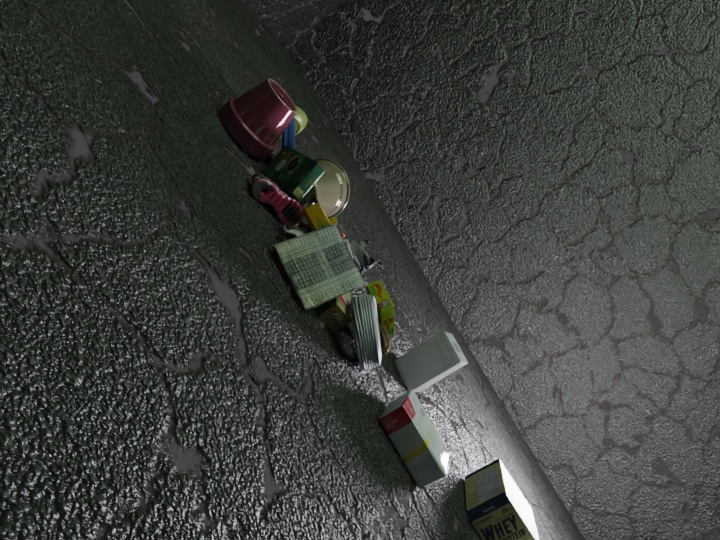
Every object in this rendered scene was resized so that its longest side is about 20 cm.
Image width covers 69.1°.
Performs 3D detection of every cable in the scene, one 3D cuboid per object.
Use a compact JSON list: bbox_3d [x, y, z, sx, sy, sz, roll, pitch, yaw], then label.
[{"bbox_3d":[0.017,0.165,1.406,0.200,0.068,0.203,76,7,-74],"label":"cable"}]

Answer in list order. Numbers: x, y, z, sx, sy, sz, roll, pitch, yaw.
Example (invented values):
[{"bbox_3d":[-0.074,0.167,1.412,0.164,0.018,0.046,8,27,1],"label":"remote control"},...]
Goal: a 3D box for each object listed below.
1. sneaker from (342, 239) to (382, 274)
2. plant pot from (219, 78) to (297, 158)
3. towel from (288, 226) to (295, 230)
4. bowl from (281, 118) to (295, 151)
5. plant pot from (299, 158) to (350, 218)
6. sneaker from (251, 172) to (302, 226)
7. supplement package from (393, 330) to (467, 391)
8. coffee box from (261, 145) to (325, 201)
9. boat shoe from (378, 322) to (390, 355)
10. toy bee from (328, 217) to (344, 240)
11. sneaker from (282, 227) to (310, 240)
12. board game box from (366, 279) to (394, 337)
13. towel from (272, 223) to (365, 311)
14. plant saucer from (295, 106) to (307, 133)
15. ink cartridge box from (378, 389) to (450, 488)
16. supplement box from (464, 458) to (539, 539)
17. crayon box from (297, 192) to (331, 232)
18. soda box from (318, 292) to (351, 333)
[{"bbox_3d":[0.000,0.000,1.596,0.078,0.137,0.204,56,32,-78],"label":"sneaker"},{"bbox_3d":[-0.300,-0.477,1.607,0.200,0.178,0.201,47,18,-21],"label":"plant pot"},{"bbox_3d":[-0.164,-0.041,1.489,0.086,0.018,0.202,38,24,-41],"label":"towel"},{"bbox_3d":[-0.243,-0.407,1.748,0.201,0.039,0.204,-179,-90,-80],"label":"bowl"},{"bbox_3d":[-0.159,-0.260,1.679,0.202,0.199,0.183,58,24,5],"label":"plant pot"},{"bbox_3d":[-0.240,-0.208,1.496,0.200,0.079,0.096,46,6,-44],"label":"sneaker"},{"bbox_3d":[0.231,0.301,1.718,0.118,0.199,0.117,62,14,21],"label":"supplement package"},{"bbox_3d":[-0.202,-0.290,1.547,0.199,0.123,0.044,34,-8,45],"label":"coffee box"},{"bbox_3d":[0.025,0.172,1.573,0.067,0.072,0.201,35,19,-46],"label":"boat shoe"},{"bbox_3d":[-0.098,-0.113,1.630,0.107,0.132,0.202,14,42,-11],"label":"toy bee"},{"bbox_3d":[-0.148,-0.030,1.390,0.099,0.078,0.201,0,45,-54],"label":"sneaker"},{"bbox_3d":[0.066,0.130,1.660,0.201,0.047,0.102,83,-19,-56],"label":"board game box"},{"bbox_3d":[-0.108,-0.010,1.341,0.198,0.035,0.195,-21,77,-31],"label":"towel"},{"bbox_3d":[-0.282,-0.512,1.807,0.200,0.197,0.032,33,53,-59],"label":"plant saucer"},{"bbox_3d":[0.143,0.432,1.355,0.202,0.083,0.145,58,14,6],"label":"ink cartridge box"},{"bbox_3d":[0.423,0.726,1.574,0.201,0.133,0.200,56,13,-3],"label":"supplement box"},{"bbox_3d":[-0.115,-0.100,1.465,0.202,0.051,0.126,61,-21,9],"label":"crayon box"},{"bbox_3d":[-0.069,0.083,1.439,0.068,0.064,0.201,51,15,-21],"label":"soda box"}]
